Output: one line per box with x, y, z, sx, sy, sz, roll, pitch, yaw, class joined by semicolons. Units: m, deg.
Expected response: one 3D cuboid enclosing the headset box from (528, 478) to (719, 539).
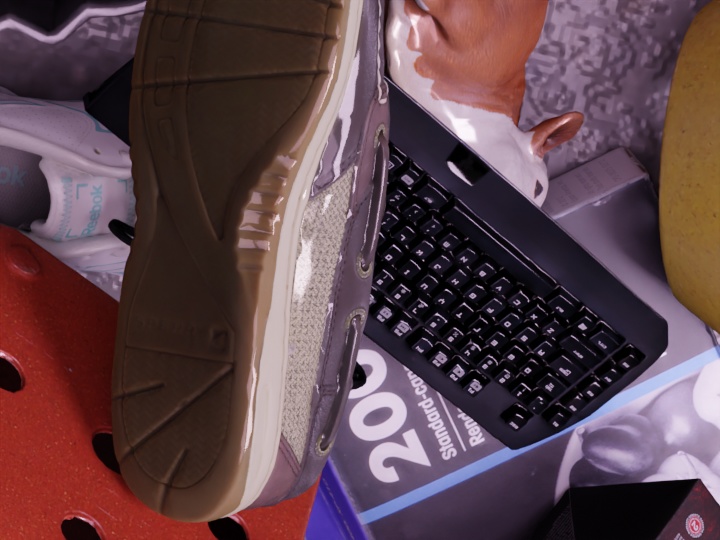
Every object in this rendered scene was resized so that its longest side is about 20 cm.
0.108;0.193;0.807;0.149;0.075;0.200;-47;109;-29;headset box

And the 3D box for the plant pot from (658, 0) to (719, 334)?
0.178;-0.033;0.788;0.141;0.200;0.201;7;104;20;plant pot

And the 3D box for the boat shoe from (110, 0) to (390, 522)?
-0.025;-0.027;0.705;0.071;0.066;0.202;11;93;33;boat shoe

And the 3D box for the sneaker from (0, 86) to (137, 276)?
-0.077;-0.023;0.811;0.199;0.080;0.071;4;102;-10;sneaker

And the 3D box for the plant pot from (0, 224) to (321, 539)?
-0.122;0.109;0.754;0.199;0.200;0.176;36;119;-12;plant pot

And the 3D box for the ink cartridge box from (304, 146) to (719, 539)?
0.048;0.087;0.867;0.199;0.043;0.199;-25;105;3;ink cartridge box

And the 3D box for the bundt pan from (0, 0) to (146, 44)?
-0.113;-0.178;0.773;0.201;0.076;0.203;-1;104;-4;bundt pan

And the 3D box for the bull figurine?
0.031;-0.108;0.781;0.065;0.121;0.201;5;85;31;bull figurine

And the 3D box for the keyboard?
0.000;0.000;0.764;0.200;0.040;0.104;39;121;-22;keyboard
